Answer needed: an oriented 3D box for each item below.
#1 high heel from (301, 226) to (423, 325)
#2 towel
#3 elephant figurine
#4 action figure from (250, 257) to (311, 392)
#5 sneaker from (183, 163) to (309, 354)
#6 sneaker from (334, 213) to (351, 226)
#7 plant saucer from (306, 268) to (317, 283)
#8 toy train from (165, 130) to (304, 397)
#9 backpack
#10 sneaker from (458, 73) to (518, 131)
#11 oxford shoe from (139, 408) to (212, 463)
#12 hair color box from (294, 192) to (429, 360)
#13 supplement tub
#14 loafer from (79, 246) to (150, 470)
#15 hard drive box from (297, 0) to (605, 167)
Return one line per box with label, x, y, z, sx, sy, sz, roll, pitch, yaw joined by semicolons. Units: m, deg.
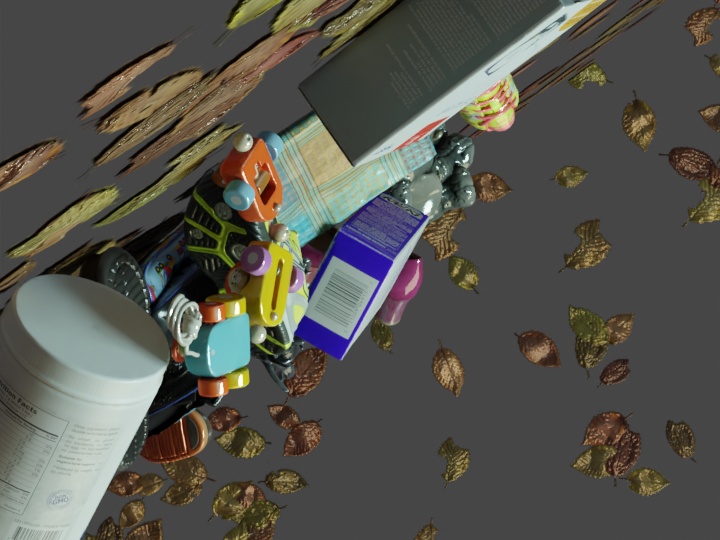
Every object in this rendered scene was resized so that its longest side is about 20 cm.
high heel;-0.016;-0.035;1.885;0.067;0.200;0.096;-39;159;-45
towel;-0.033;-0.083;1.519;0.200;0.022;0.147;-35;147;-4
elephant figurine;0.035;-0.111;1.838;0.141;0.155;0.200;0;178;18
action figure;-0.101;0.036;1.812;0.102;0.119;0.200;-1;-135;4
sneaker;-0.091;-0.020;1.476;0.200;0.075;0.076;79;32;-46
sneaker;-0.093;-0.040;1.761;0.199;0.071;0.083;-28;-176;-35
plant saucer;-0.114;0.018;2.006;0.200;0.051;0.201;-40;-157;21
toy train;-0.106;-0.004;1.345;0.056;0.150;0.200;3;-130;27
backpack;-0.187;0.066;1.595;0.200;0.135;0.183;-34;-170;37
sneaker;0.127;-0.184;1.791;0.078;0.090;0.200;-33;177;5
oxford shoe;-0.200;0.143;1.751;0.073;0.071;0.200;-13;-168;-40
hair color box;0.000;0.000;1.662;0.109;0.065;0.200;-61;175;16
supplement tub;-0.241;0.118;1.355;0.200;0.132;0.132;-61;167;25
loafer;-0.218;0.073;1.451;0.073;0.071;0.200;-48;146;-59
hard drive box;0.074;-0.173;1.319;0.200;0.077;0.156;-35;178;26
